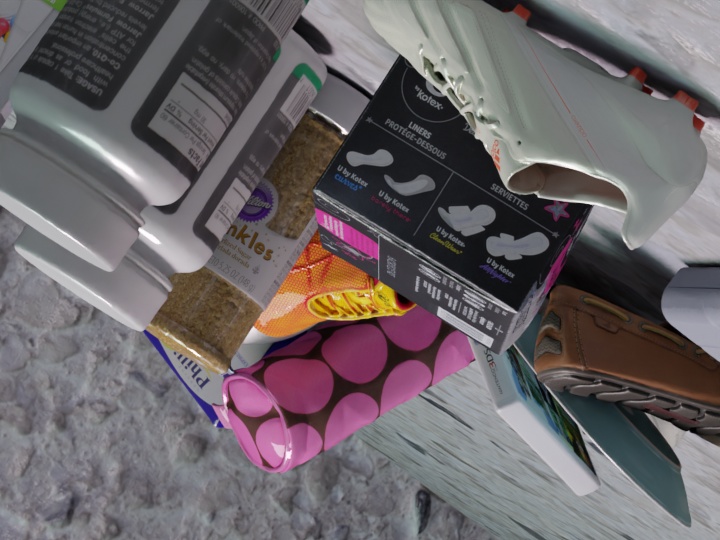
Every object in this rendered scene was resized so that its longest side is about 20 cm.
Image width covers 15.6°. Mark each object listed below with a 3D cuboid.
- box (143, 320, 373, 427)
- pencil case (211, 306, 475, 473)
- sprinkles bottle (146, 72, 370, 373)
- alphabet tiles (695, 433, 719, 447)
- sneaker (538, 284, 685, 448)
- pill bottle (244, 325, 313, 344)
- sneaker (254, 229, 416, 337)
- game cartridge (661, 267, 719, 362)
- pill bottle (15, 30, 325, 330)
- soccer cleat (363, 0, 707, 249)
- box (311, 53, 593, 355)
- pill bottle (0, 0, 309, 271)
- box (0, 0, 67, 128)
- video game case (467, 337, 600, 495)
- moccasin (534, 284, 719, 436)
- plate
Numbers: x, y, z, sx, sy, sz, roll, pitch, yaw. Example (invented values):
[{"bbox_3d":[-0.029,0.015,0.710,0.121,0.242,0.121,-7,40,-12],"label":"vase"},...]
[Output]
[{"bbox_3d":[-0.072,0.018,2.006,0.200,0.105,0.184,2,-138,-53],"label":"box"},{"bbox_3d":[-0.006,0.065,1.875,0.094,0.200,0.091,-12,102,60],"label":"pencil case"},{"bbox_3d":[-0.062,-0.032,1.692,0.068,0.200,0.068,32,173,4],"label":"sprinkles bottle"},{"bbox_3d":[0.318,0.137,1.755,0.200,0.015,0.195,27,-172,42],"label":"alphabet tiles"},{"bbox_3d":[0.179,0.079,1.876,0.075,0.081,0.200,28,170,48],"label":"sneaker"},{"bbox_3d":[-0.083,-0.056,1.801,0.112,0.112,0.200,28,145,37],"label":"pill bottle"},{"bbox_3d":[0.000,0.000,1.733,0.200,0.077,0.073,-29,133,32],"label":"sneaker"},{"bbox_3d":[0.274,0.065,1.551,0.200,0.041,0.133,35,177,-11],"label":"game cartridge"},{"bbox_3d":[-0.118,-0.072,1.618,0.113,0.200,0.113,33,173,5],"label":"pill bottle"},{"bbox_3d":[0.073,-0.082,1.264,0.200,0.078,0.069,30,172,25],"label":"soccer cleat"},{"bbox_3d":[0.059,-0.042,1.454,0.132,0.115,0.200,31,174,5],"label":"box"},{"bbox_3d":[-0.121,-0.108,1.447,0.113,0.200,0.113,33,173,5],"label":"pill bottle"},{"bbox_3d":[-0.272,-0.171,1.683,0.156,0.200,0.041,33,173,-1],"label":"box"},{"bbox_3d":[0.102,0.048,1.832,0.200,0.022,0.183,47,-159,-60],"label":"video game case"},{"bbox_3d":[0.200,0.057,1.667,0.201,0.078,0.074,16,163,-20],"label":"moccasin"},{"bbox_3d":[0.159,0.087,1.737,0.200,0.026,0.200,46,-172,-8],"label":"plate"}]
